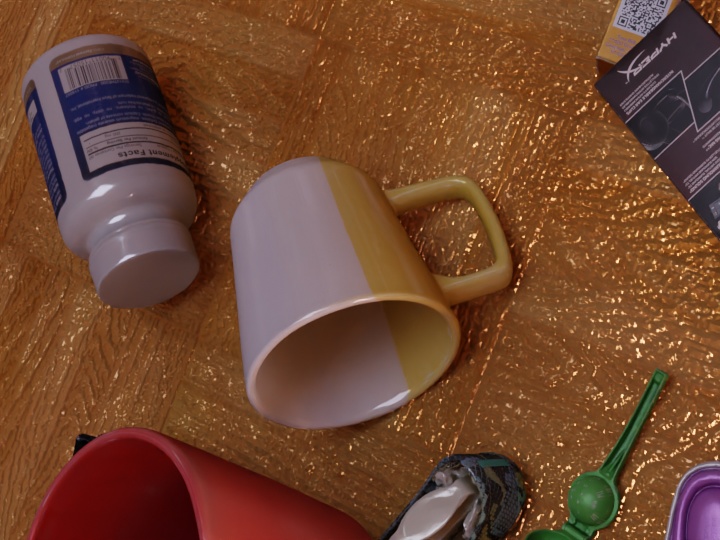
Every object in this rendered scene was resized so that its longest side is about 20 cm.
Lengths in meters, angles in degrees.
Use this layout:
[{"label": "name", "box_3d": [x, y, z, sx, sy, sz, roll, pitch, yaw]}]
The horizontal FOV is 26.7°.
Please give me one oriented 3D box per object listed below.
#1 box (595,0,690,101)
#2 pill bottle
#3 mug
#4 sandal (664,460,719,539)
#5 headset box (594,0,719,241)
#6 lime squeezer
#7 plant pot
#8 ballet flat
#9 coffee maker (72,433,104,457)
[{"label": "box", "box_3d": [0.202, -0.209, 0.967, 0.041, 0.119, 0.202, 23, 89, 11]}, {"label": "pill bottle", "box_3d": [-0.192, -0.076, 1.195, 0.110, 0.111, 0.202, -33, 61, 21]}, {"label": "mug", "box_3d": [-0.007, 0.005, 1.058, 0.150, 0.184, 0.154, -62, 37, 43]}, {"label": "sandal", "box_3d": [0.199, 0.214, 0.893, 0.082, 0.050, 0.206, -7, 73, 32]}, {"label": "headset box", "box_3d": [0.242, -0.041, 0.878, 0.077, 0.148, 0.201, -41, 59, 16]}, {"label": "lime squeezer", "box_3d": [0.130, 0.148, 0.952, 0.200, 0.071, 0.038, -43, 35, -19]}, {"label": "plant pot", "box_3d": [-0.089, 0.209, 0.938, 0.199, 0.176, 0.203, -18, 64, 43]}, {"label": "ballet flat", "box_3d": [0.026, 0.195, 1.002, 0.074, 0.074, 0.201, 44, 102, 34]}, {"label": "coffee maker", "box_3d": [-0.171, 0.220, 1.047, 0.133, 0.191, 0.203, 9, 81, 34]}]
